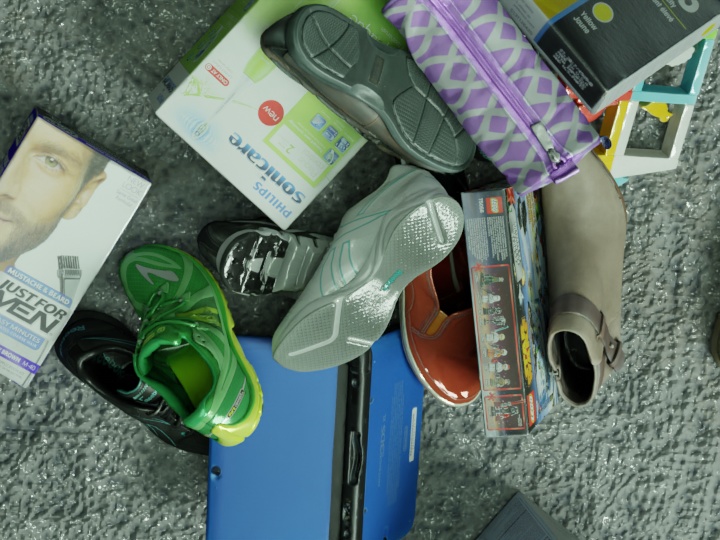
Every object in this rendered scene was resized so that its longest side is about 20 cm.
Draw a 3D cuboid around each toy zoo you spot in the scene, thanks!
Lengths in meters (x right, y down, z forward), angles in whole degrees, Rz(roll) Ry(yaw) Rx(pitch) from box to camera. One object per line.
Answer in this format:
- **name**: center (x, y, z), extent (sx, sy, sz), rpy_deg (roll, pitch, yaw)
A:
- **toy zoo**: center (0.227, -0.154, 1.488), extent (0.131, 0.020, 0.200), rpy_deg (1, 118, -22)

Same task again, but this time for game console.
- **game console**: center (-0.035, 0.144, 1.508), extent (0.118, 0.171, 0.200), rpy_deg (11, 105, 29)

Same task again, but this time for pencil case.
- **pencil case**: center (0.100, -0.148, 1.348), extent (0.084, 0.086, 0.200), rpy_deg (-38, 93, 15)

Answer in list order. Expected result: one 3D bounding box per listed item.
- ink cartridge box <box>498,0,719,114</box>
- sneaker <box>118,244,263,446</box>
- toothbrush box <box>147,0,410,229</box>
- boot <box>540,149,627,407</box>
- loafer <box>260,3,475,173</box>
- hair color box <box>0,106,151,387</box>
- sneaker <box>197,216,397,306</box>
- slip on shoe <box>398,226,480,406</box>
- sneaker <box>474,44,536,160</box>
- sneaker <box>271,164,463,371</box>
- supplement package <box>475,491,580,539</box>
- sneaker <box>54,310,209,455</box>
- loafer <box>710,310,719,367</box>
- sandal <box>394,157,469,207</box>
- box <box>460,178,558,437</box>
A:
- **ink cartridge box**: center (0.193, -0.250, 1.395), extent (0.200, 0.047, 0.198), rpy_deg (-36, 80, -26)
- **sneaker**: center (-0.145, 0.050, 1.412), extent (0.074, 0.200, 0.084), rpy_deg (-45, 147, 18)
- **toothbrush box**: center (-0.052, -0.159, 1.427), extent (0.200, 0.086, 0.146), rpy_deg (-46, 108, 3)
- **boot**: center (0.182, 0.008, 1.467), extent (0.070, 0.146, 0.200), rpy_deg (-6, 126, 23)
- **loafer**: center (0.007, -0.142, 1.375), extent (0.200, 0.063, 0.072), rpy_deg (35, 66, -32)
- **hair color box**: center (-0.268, -0.019, 1.429), extent (0.109, 0.065, 0.200), rpy_deg (30, 94, -16)
- **sneaker**: center (-0.054, -0.008, 1.472), extent (0.200, 0.090, 0.067), rpy_deg (13, 103, -40)
- **slip on shoe**: center (0.074, 0.034, 1.470), extent (0.074, 0.061, 0.200), rpy_deg (-30, 125, -29)
- **sneaker**: center (0.116, -0.186, 1.453), extent (0.075, 0.079, 0.200), rpy_deg (13, 79, -24)
- **sneaker**: center (0.000, 0.000, 1.410), extent (0.070, 0.080, 0.200), rpy_deg (32, 108, -37)
- **supplement package**: center (0.186, 0.331, 1.530), extent (0.191, 0.200, 0.147), rpy_deg (39, 93, -16)
- **sneaker**: center (-0.168, 0.108, 1.471), extent (0.200, 0.079, 0.075), rpy_deg (30, 95, -18)
- **loafer**: center (0.367, 0.003, 1.558), extent (0.076, 0.067, 0.200), rpy_deg (6, 102, -13)
- **sandal**: center (0.071, -0.052, 1.498), extent (0.076, 0.043, 0.200), rpy_deg (-23, 107, -6)
- **box**: center (0.125, 0.027, 1.455), extent (0.040, 0.137, 0.200), rpy_deg (-4, 95, 17)
